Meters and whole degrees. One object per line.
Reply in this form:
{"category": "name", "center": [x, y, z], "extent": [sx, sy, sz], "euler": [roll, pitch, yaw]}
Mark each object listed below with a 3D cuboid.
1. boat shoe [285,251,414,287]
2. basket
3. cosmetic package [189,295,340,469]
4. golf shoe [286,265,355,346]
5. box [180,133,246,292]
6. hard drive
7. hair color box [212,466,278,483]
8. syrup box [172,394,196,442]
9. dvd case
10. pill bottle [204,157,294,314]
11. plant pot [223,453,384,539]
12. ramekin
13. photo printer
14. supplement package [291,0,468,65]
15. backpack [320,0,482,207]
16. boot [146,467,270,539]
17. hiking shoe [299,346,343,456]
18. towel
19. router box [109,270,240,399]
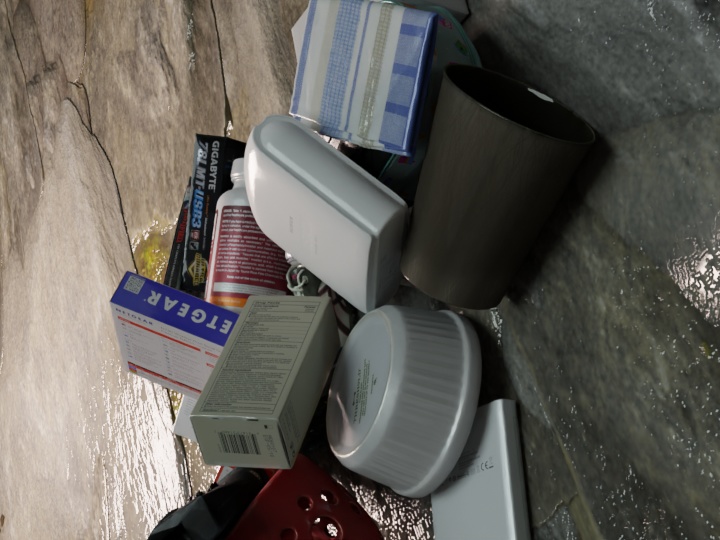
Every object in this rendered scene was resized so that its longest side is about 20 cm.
{"category": "boat shoe", "center": [0.000, 0.000, 1.477], "extent": [0.198, 0.071, 0.071], "euler": [1, 89, 28]}
{"category": "basket", "center": [0.121, -0.076, 1.290], "extent": [0.180, 0.135, 0.201], "euler": [44, 123, 42]}
{"category": "cosmetic package", "center": [-0.097, 0.115, 1.393], "extent": [0.201, 0.102, 0.074], "euler": [-66, -29, -50]}
{"category": "golf shoe", "center": [-0.053, 0.034, 1.579], "extent": [0.077, 0.087, 0.202], "euler": [-7, 77, 55]}
{"category": "box", "center": [-0.183, -0.073, 1.735], "extent": [0.200, 0.049, 0.201], "euler": [-1, -83, -81]}
{"category": "hard drive", "center": [0.118, 0.243, 1.306], "extent": [0.132, 0.026, 0.202], "euler": [-32, 57, 51]}
{"category": "hair color box", "center": [-0.113, 0.219, 1.542], "extent": [0.112, 0.064, 0.200], "euler": [-65, -5, 25]}
{"category": "syrup box", "center": [-0.174, 0.132, 1.722], "extent": [0.081, 0.078, 0.202], "euler": [-36, -34, -71]}
{"category": "dvd case", "center": [-0.225, -0.001, 1.727], "extent": [0.146, 0.022, 0.202], "euler": [82, -166, -59]}
{"category": "pill bottle", "center": [-0.128, -0.031, 1.611], "extent": [0.113, 0.112, 0.202], "euler": [-5, 76, 57]}
{"category": "plant pot", "center": [-0.055, 0.323, 1.367], "extent": [0.182, 0.200, 0.201], "euler": [35, 120, 10]}
{"category": "ramekin", "center": [0.038, 0.129, 1.359], "extent": [0.203, 0.093, 0.204], "euler": [-50, 30, 45]}
{"category": "photo printer", "center": [-0.043, -0.064, 1.376], "extent": [0.200, 0.069, 0.167], "euler": [39, 154, 20]}
{"category": "supplement package", "center": [0.018, -0.290, 1.524], "extent": [0.200, 0.109, 0.115], "euler": [-45, 46, 43]}
{"category": "backpack", "center": [0.049, -0.186, 1.405], "extent": [0.201, 0.152, 0.177], "euler": [-62, 41, 42]}
{"category": "boot", "center": [-0.175, 0.280, 1.342], "extent": [0.165, 0.065, 0.200], "euler": [-53, -4, 9]}
{"category": "hiking shoe", "center": [-0.051, 0.152, 1.481], "extent": [0.075, 0.199, 0.087], "euler": [60, 154, -9]}
{"category": "towel", "center": [0.001, -0.202, 1.334], "extent": [0.199, 0.024, 0.148], "euler": [21, 104, 47]}
{"category": "router box", "center": [-0.200, 0.098, 1.596], "extent": [0.180, 0.198, 0.049], "euler": [97, -164, -59]}
